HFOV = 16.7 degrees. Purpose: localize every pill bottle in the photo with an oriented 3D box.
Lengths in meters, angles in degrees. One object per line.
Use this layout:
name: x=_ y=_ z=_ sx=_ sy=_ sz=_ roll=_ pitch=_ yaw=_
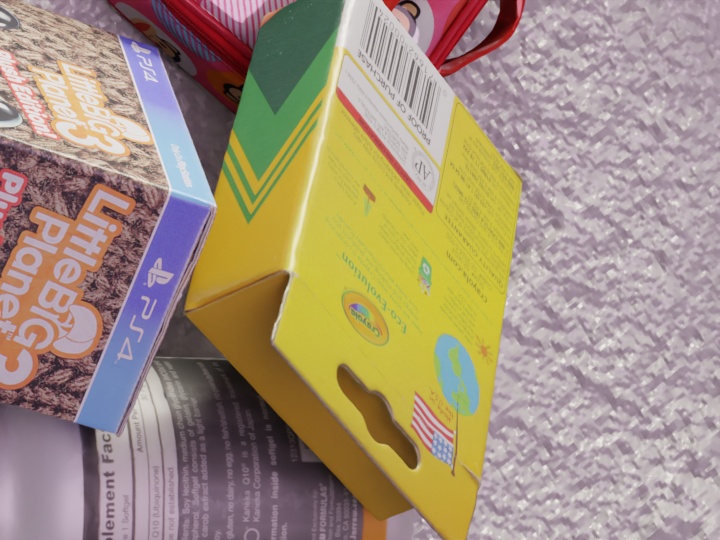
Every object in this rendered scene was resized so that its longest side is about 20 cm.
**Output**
pill bottle: x=-0.088 y=0.091 z=0.957 sx=0.198 sy=0.116 sz=0.117 roll=2 pitch=84 yaw=-23

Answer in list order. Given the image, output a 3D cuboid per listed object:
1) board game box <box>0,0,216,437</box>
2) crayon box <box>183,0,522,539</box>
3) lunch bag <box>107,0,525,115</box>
board game box: x=-0.171 y=-0.043 z=0.897 sx=0.199 sy=0.160 sz=0.097 roll=18 pitch=111 yaw=-21
crayon box: x=0.000 y=0.000 z=0.920 sx=0.127 sy=0.051 sz=0.201 roll=50 pitch=33 yaw=-31
lunch bag: x=-0.002 y=-0.152 z=1.042 sx=0.176 sy=0.082 sz=0.201 roll=41 pitch=73 yaw=-19
